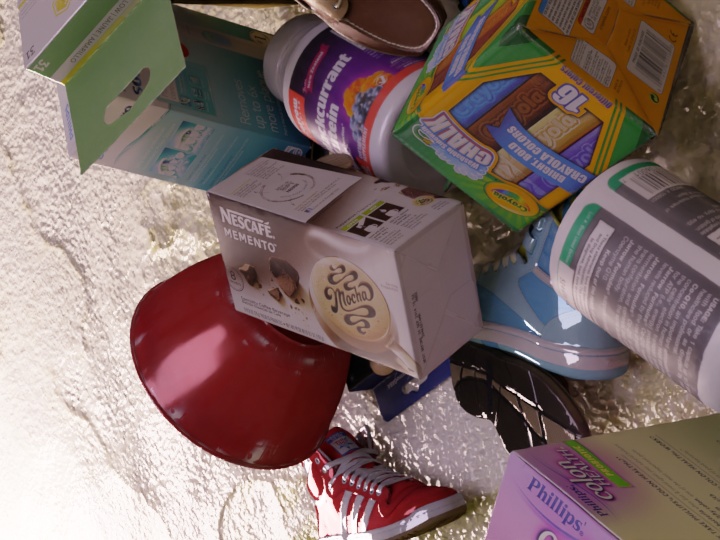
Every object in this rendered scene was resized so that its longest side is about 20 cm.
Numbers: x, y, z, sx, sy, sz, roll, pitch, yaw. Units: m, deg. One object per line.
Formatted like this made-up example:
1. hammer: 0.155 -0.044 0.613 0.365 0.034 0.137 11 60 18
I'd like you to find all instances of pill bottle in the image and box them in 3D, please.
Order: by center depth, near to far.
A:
1. pill bottle: 0.227 0.021 1.041 0.200 0.113 0.114 39 124 37
2. pill bottle: 0.005 -0.144 1.335 0.200 0.111 0.112 36 121 46

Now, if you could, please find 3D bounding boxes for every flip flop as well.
1. flip flop: 0.128 0.097 1.245 0.200 0.057 0.082 -148 56 -65

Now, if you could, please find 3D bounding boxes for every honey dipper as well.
1. honey dipper: 0.000 0.000 1.320 0.038 0.038 0.201 26 139 50

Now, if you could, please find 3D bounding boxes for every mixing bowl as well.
1. mixing bowl: -0.082 0.054 1.363 0.108 0.199 0.201 -48 56 36

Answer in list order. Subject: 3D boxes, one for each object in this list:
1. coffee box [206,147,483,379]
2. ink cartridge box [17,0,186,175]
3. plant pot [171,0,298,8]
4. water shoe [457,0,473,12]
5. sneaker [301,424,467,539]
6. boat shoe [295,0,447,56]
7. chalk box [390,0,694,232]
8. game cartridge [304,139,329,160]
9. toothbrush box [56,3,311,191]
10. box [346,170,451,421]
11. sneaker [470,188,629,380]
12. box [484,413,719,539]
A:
1. coffee box: -0.013 -0.009 1.219 0.199 0.080 0.114 19 132 40
2. ink cartridge box: -0.212 -0.198 1.296 0.145 0.048 0.201 -41 45 31
3. plant pot: -0.070 -0.319 1.366 0.199 0.194 0.197 11 102 39
4. water shoe: 0.091 -0.216 1.245 0.200 0.071 0.079 18 110 52
5. sneaker: 0.012 0.180 1.390 0.200 0.071 0.113 -28 74 53
6. boat shoe: -0.029 -0.228 1.235 0.199 0.074 0.076 32 105 3
7. chalk box: 0.114 -0.125 1.141 0.200 0.124 0.125 -35 23 48
8. game cartridge: -0.077 -0.091 1.483 0.133 0.040 0.201 -18 65 50
9. toothbrush box: -0.159 -0.154 1.414 0.085 0.199 0.147 -50 41 36
10. box: 0.011 0.021 1.410 0.121 0.032 0.201 -41 62 47
11. sneaker: 0.125 -0.006 1.215 0.199 0.079 0.131 19 111 41
12. box: 0.209 0.184 1.015 0.176 0.199 0.097 38 122 44
